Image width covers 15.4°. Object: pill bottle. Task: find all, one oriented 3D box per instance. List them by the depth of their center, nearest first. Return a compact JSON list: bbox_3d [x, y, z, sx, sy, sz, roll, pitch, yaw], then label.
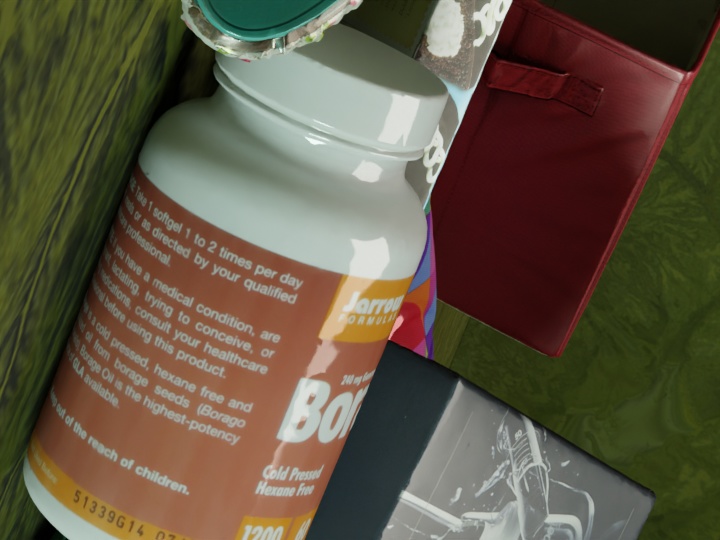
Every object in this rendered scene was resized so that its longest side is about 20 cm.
[{"bbox_3d":[-0.042,0.009,0.984,0.112,0.112,0.201,-46,160,-73],"label":"pill bottle"}]

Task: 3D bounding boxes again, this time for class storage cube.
[{"bbox_3d":[0.076,-0.097,1.354,0.200,0.170,0.181,-58,172,-56],"label":"storage cube"}]

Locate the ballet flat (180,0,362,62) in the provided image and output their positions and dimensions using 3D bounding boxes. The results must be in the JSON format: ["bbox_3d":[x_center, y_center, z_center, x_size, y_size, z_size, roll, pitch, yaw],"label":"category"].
[{"bbox_3d":[-0.004,-0.152,0.913,0.201,0.075,0.064,-61,-171,-16],"label":"ballet flat"}]

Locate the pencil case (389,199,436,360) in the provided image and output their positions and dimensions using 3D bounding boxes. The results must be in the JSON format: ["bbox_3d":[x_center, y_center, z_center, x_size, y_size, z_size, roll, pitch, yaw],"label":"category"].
[{"bbox_3d":[0.000,0.000,1.222,0.088,0.088,0.201,-57,154,-55],"label":"pencil case"}]

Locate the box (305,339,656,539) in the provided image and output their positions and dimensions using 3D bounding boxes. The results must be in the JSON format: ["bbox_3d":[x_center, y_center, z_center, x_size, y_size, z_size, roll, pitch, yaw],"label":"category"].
[{"bbox_3d":[0.005,0.141,1.116,0.182,0.104,0.201,31,85,-51],"label":"box"}]

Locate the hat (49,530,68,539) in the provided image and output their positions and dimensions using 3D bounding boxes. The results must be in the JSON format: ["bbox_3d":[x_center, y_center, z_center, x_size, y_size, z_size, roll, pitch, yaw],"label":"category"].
[{"bbox_3d":[-0.078,0.212,1.154,0.200,0.175,0.166,-59,172,-49],"label":"hat"}]

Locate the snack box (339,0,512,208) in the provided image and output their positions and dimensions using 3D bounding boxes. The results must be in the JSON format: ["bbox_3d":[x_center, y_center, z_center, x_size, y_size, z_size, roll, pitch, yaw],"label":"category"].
[{"bbox_3d":[0.020,-0.128,1.065,0.116,0.037,0.201,38,-72,54],"label":"snack box"}]
